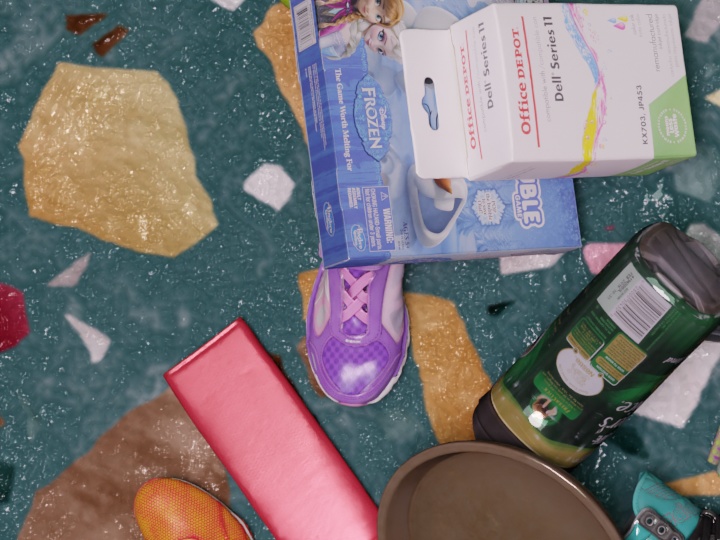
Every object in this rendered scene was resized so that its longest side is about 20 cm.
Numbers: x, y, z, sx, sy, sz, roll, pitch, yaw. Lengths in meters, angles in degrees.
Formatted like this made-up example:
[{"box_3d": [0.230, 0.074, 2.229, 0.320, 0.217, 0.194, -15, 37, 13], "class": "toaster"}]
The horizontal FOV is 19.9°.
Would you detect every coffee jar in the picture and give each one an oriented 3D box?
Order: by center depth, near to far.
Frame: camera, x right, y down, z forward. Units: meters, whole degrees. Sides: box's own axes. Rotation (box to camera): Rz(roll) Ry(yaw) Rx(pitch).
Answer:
[{"box_3d": [0.167, 0.063, 1.435, 0.085, 0.104, 0.200, 45, 119, 7], "class": "coffee jar"}]

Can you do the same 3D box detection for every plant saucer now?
[{"box_3d": [0.105, 0.202, 1.451, 0.200, 0.029, 0.200, 14, 123, 23], "class": "plant saucer"}]

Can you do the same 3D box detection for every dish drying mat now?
[{"box_3d": [-0.062, 0.137, 1.538, 0.077, 0.018, 0.200, -37, 80, 3], "class": "dish drying mat"}]

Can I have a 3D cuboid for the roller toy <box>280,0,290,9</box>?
[{"box_3d": [0.007, -0.299, 1.505, 0.182, 0.140, 0.200, -10, 83, 7], "class": "roller toy"}]

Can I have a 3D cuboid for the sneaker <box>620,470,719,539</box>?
[{"box_3d": [0.247, 0.185, 1.452, 0.200, 0.084, 0.121, -36, 88, 10], "class": "sneaker"}]

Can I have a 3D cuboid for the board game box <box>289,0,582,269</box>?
[{"box_3d": [0.056, -0.106, 1.475, 0.199, 0.043, 0.200, -4, 83, -30], "class": "board game box"}]

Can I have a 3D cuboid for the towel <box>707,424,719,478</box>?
[{"box_3d": [0.359, 0.113, 1.444, 0.200, 0.023, 0.144, 19, 113, 9], "class": "towel"}]

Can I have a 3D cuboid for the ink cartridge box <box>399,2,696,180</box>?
[{"box_3d": [0.134, -0.127, 1.455, 0.200, 0.067, 0.117, -4, 83, -28], "class": "ink cartridge box"}]

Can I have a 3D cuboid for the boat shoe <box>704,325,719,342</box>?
[{"box_3d": [0.318, 0.017, 1.465, 0.199, 0.066, 0.075, 0, 84, 8], "class": "boat shoe"}]

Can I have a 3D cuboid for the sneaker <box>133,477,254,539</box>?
[{"box_3d": [-0.101, 0.235, 1.505, 0.073, 0.077, 0.200, -38, 79, 5], "class": "sneaker"}]

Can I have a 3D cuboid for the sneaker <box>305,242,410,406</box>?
[{"box_3d": [0.000, 0.000, 1.505, 0.080, 0.088, 0.200, 8, 87, 8], "class": "sneaker"}]
